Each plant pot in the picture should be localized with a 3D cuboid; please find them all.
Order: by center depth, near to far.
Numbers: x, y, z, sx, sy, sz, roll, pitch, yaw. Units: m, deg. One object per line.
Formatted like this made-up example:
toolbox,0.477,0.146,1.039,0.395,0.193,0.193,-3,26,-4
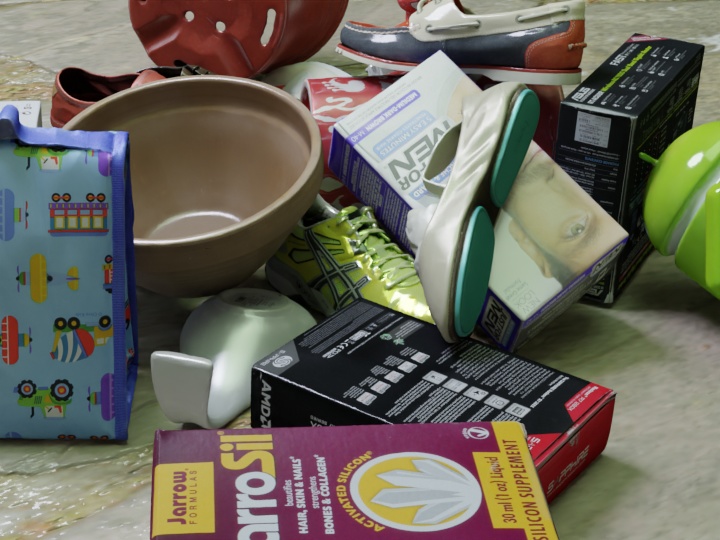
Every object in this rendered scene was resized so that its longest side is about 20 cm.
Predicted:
plant pot,-0.122,-0.046,1.089,0.198,0.093,0.202,-3,39,2
plant pot,-0.121,-0.263,1.443,0.198,0.203,0.195,6,20,7

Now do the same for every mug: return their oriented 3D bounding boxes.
mug,0.049,-0.099,1.245,0.198,0.135,0.178,-1,9,-10

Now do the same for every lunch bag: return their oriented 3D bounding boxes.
lunch bag,-0.216,-0.003,0.948,0.149,0.202,0.094,1,27,-4

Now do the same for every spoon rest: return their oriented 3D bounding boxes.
spoon rest,-0.088,0.058,1.018,0.098,0.061,0.200,10,15,13

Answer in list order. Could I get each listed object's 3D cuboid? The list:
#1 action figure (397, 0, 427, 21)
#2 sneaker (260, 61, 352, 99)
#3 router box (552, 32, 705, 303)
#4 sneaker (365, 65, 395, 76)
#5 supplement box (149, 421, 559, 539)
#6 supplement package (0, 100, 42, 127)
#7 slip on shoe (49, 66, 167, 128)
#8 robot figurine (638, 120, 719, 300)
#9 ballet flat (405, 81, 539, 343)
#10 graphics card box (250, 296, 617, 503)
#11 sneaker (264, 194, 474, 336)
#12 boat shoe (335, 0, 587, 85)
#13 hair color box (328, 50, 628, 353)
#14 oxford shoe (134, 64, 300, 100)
action figure,0.108,-0.195,1.350,0.098,0.200,0.066,-15,56,32
sneaker,-0.032,-0.131,1.357,0.199,0.071,0.093,25,30,31
router box,0.206,-0.085,1.201,0.062,0.151,0.200,14,28,22
sneaker,0.039,-0.174,1.417,0.079,0.071,0.200,-4,-5,15
supplement box,-0.006,0.152,0.772,0.198,0.104,0.131,-1,29,-6
supplement package,-0.334,-0.053,1.133,0.198,0.115,0.110,-3,26,-7
slip on shoe,-0.164,-0.127,1.238,0.198,0.062,0.074,9,36,20
robot figurine,0.289,-0.028,1.102,0.200,0.116,0.175,40,19,19
ballet flat,0.066,-0.042,1.029,0.069,0.070,0.201,12,60,17
graphics card box,0.043,0.087,0.963,0.199,0.051,0.125,20,32,29
sneaker,0.000,0.000,1.099,0.075,0.077,0.199,-22,35,-40
boat shoe,0.076,-0.180,1.173,0.198,0.063,0.071,8,16,22
hair color box,0.081,-0.051,1.099,0.109,0.065,0.200,-37,73,-21
oxford shoe,-0.122,-0.134,1.322,0.198,0.084,0.073,10,70,29
